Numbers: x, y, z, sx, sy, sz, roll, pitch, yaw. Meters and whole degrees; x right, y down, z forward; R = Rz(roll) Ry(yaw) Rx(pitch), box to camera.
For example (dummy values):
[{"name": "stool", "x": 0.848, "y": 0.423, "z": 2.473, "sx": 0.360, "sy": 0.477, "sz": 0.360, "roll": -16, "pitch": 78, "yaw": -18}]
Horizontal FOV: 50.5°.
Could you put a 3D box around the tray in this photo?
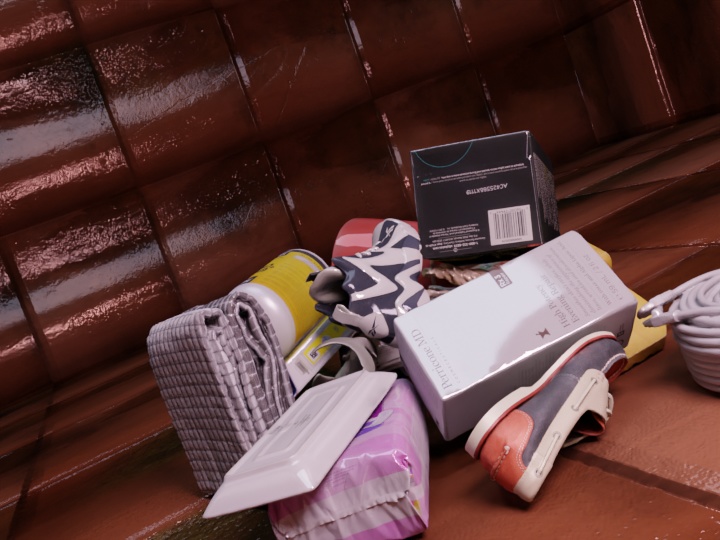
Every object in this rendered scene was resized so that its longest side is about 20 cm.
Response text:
[{"name": "tray", "x": -0.045, "y": 0.131, "z": 0.629, "sx": 0.105, "sy": 0.023, "sz": 0.200, "roll": -23, "pitch": 7, "yaw": 25}]

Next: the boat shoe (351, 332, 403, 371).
[{"name": "boat shoe", "x": 0.089, "y": 0.098, "z": 0.960, "sx": 0.194, "sy": 0.071, "sz": 0.071, "roll": -11, "pitch": -19, "yaw": 0}]

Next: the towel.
[{"name": "towel", "x": -0.134, "y": 0.132, "z": 0.797, "sx": 0.085, "sy": 0.205, "sz": 0.164, "roll": -25, "pitch": 6, "yaw": -37}]

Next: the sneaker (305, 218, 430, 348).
[{"name": "sneaker", "x": 0.000, "y": 0.000, "z": 0.853, "sx": 0.126, "sy": 0.080, "sz": 0.202, "roll": 12, "pitch": 42, "yaw": -16}]

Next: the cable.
[{"name": "cable", "x": 0.351, "y": 0.032, "z": 0.607, "sx": 0.196, "sy": 0.071, "sz": 0.199, "roll": -22, "pitch": 7, "yaw": -19}]

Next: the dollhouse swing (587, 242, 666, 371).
[{"name": "dollhouse swing", "x": 0.197, "y": 0.087, "z": 0.822, "sx": 0.196, "sy": 0.177, "sz": 0.184, "roll": -24, "pitch": -35, "yaw": -21}]

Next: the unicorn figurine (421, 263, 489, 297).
[{"name": "unicorn figurine", "x": 0.149, "y": 0.028, "z": 0.976, "sx": 0.133, "sy": 0.076, "sz": 0.200, "roll": -2, "pitch": 0, "yaw": 14}]

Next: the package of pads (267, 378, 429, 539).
[{"name": "package of pads", "x": 0.000, "y": 0.164, "z": 0.649, "sx": 0.117, "sy": 0.078, "sz": 0.200, "roll": -19, "pitch": 7, "yaw": 8}]

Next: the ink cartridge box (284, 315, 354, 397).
[{"name": "ink cartridge box", "x": -0.069, "y": 0.113, "z": 0.967, "sx": 0.200, "sy": 0.047, "sz": 0.198, "roll": -44, "pitch": -1, "yaw": -21}]

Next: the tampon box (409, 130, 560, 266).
[{"name": "tampon box", "x": 0.162, "y": -0.079, "z": 0.950, "sx": 0.146, "sy": 0.130, "sz": 0.199, "roll": -7, "pitch": -5, "yaw": 21}]

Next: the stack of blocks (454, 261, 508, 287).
[{"name": "stack of blocks", "x": 0.221, "y": 0.023, "z": 1.153, "sx": 0.113, "sy": 0.060, "sz": 0.200, "roll": -22, "pitch": 6, "yaw": -6}]

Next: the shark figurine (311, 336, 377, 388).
[{"name": "shark figurine", "x": 0.003, "y": 0.127, "z": 0.842, "sx": 0.127, "sy": 0.090, "sz": 0.216, "roll": -33, "pitch": -20, "yaw": -34}]

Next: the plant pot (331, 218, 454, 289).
[{"name": "plant pot", "x": 0.073, "y": 0.004, "z": 1.294, "sx": 0.173, "sy": 0.206, "sz": 0.199, "roll": -6, "pitch": 13, "yaw": 31}]

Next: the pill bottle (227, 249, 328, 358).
[{"name": "pill bottle", "x": -0.118, "y": 0.056, "z": 1.023, "sx": 0.110, "sy": 0.114, "sz": 0.200, "roll": -17, "pitch": 13, "yaw": 31}]

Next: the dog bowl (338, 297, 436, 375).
[{"name": "dog bowl", "x": 0.056, "y": 0.098, "z": 1.090, "sx": 0.195, "sy": 0.060, "sz": 0.200, "roll": -21, "pitch": 6, "yaw": 2}]

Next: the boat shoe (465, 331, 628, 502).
[{"name": "boat shoe", "x": 0.165, "y": 0.112, "z": 0.609, "sx": 0.062, "sy": 0.073, "sz": 0.197, "roll": 37, "pitch": 41, "yaw": 30}]

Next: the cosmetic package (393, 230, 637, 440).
[{"name": "cosmetic package", "x": 0.138, "y": 0.056, "z": 0.694, "sx": 0.196, "sy": 0.075, "sz": 0.102, "roll": -25, "pitch": 49, "yaw": -10}]
